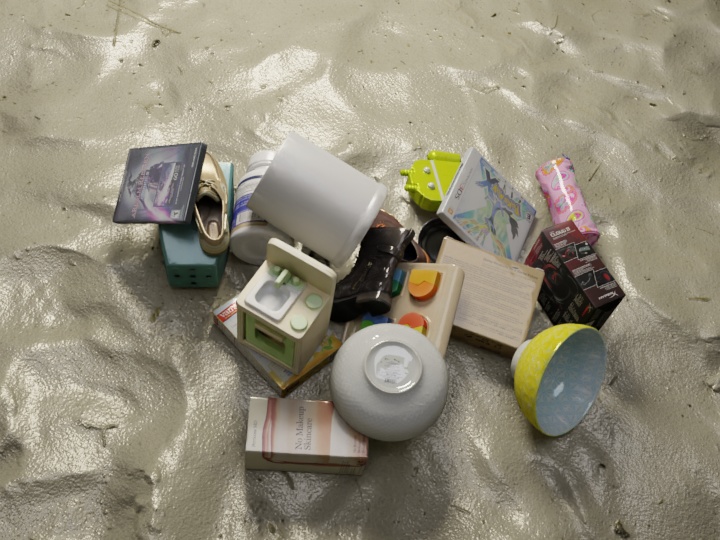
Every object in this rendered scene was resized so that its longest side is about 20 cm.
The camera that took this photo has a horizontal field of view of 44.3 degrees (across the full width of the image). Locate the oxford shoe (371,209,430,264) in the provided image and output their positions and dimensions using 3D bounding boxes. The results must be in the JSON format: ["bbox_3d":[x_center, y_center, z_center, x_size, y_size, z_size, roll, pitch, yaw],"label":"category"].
[{"bbox_3d":[0.054,-0.072,1.692,0.200,0.073,0.071,40,86,24],"label":"oxford shoe"}]

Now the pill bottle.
[{"bbox_3d":[-0.179,-0.122,1.678,0.119,0.120,0.201,6,57,-4],"label":"pill bottle"}]

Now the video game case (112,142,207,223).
[{"bbox_3d":[-0.357,-0.152,1.564,0.199,0.019,0.144,2,77,37],"label":"video game case"}]

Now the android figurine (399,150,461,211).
[{"bbox_3d":[0.177,-0.173,1.787,0.199,0.041,0.183,5,47,-15],"label":"android figurine"}]

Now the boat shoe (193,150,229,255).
[{"bbox_3d":[-0.266,-0.129,1.545,0.072,0.065,0.201,-7,70,-11],"label":"boat shoe"}]

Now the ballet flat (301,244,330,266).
[{"bbox_3d":[-0.083,-0.014,1.634,0.069,0.070,0.200,21,43,5],"label":"ballet flat"}]

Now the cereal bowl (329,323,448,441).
[{"bbox_3d":[0.050,0.171,1.439,0.199,0.083,0.201,3,60,-4],"label":"cereal bowl"}]

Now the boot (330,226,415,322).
[{"bbox_3d":[0.000,0.000,1.614,0.199,0.069,0.175,-5,55,30],"label":"boot"}]

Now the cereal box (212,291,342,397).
[{"bbox_3d":[-0.149,0.111,1.584,0.144,0.040,0.200,-35,68,-26],"label":"cereal box"}]

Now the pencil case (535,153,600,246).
[{"bbox_3d":[0.420,-0.134,1.790,0.087,0.088,0.201,-4,58,-10],"label":"pencil case"}]

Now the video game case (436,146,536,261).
[{"bbox_3d":[0.252,-0.114,1.731,0.200,0.022,0.183,41,56,-21],"label":"video game case"}]

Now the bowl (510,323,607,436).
[{"bbox_3d":[0.329,0.176,1.546,0.200,0.201,0.107,-38,39,-26],"label":"bowl"}]

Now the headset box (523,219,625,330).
[{"bbox_3d":[0.386,0.015,1.653,0.075,0.149,0.200,-19,62,-21],"label":"headset box"}]

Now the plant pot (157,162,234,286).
[{"bbox_3d":[-0.306,-0.078,1.625,0.141,0.141,0.201,1,63,-7],"label":"plant pot"}]

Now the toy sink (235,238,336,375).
[{"bbox_3d":[-0.128,0.066,1.472,0.130,0.200,0.112,29,58,10],"label":"toy sink"}]

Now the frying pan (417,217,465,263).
[{"bbox_3d":[0.187,-0.019,1.716,0.115,0.031,0.190,-31,78,-18],"label":"frying pan"}]

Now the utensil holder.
[{"bbox_3d":[-0.077,-0.128,1.555,0.200,0.170,0.170,33,58,-8],"label":"utensil holder"}]

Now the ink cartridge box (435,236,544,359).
[{"bbox_3d":[0.220,0.052,1.635,0.199,0.075,0.165,20,69,4],"label":"ink cartridge box"}]

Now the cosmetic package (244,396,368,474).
[{"bbox_3d":[-0.089,0.273,1.462,0.199,0.087,0.104,3,59,-6],"label":"cosmetic package"}]

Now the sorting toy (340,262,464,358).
[{"bbox_3d":[0.073,0.066,1.582,0.199,0.036,0.186,4,65,28],"label":"sorting toy"}]
